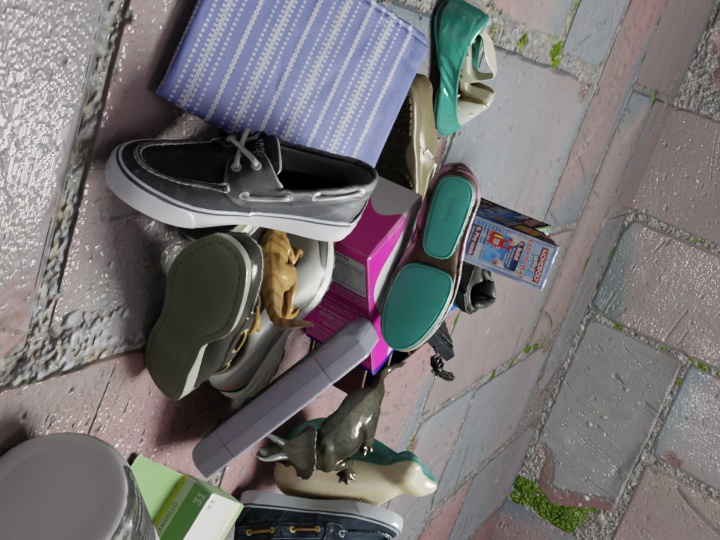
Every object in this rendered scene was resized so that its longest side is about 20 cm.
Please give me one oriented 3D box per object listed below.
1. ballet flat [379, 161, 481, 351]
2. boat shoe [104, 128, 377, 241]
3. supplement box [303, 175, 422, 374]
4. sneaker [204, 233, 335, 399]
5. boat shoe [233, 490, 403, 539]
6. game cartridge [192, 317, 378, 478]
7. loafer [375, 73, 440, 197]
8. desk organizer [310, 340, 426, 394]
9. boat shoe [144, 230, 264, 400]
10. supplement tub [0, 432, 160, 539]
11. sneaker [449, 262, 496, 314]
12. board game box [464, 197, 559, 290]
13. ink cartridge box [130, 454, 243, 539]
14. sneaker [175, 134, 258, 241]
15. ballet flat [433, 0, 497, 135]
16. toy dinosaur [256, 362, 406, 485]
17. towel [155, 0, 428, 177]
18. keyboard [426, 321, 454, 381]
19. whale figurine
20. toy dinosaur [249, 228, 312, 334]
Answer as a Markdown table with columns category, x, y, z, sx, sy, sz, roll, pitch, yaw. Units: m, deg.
| category | x | y | z | sx | sy | sz | roll | pitch | yaw |
| --- | --- | --- | --- | --- | --- | --- | --- | --- | --- |
| ballet flat | 0.074 | -0.015 | 0.928 | 0.071 | 0.068 | 0.202 | -58 | 166 | -72 |
| boat shoe | -0.079 | -0.070 | 0.658 | 0.198 | 0.072 | 0.068 | 10 | 138 | -27 |
| supplement box | 0.000 | 0.000 | 0.981 | 0.101 | 0.103 | 0.201 | -48 | 154 | -32 |
| sneaker | -0.088 | 0.026 | 0.853 | 0.202 | 0.073 | 0.079 | -64 | 153 | -2 |
| boat shoe | -0.051 | 0.317 | 1.060 | 0.071 | 0.197 | 0.092 | 98 | -2 | -59 |
| game cartridge | -0.072 | 0.120 | 0.887 | 0.199 | 0.041 | 0.133 | -38 | -177 | 8 |
| loafer | 0.052 | -0.126 | 0.999 | 0.067 | 0.076 | 0.202 | -37 | 146 | -37 |
| desk organizer | 0.022 | 0.078 | 1.145 | 0.200 | 0.076 | 0.072 | -33 | 143 | -53 |
| boat shoe | -0.118 | 0.030 | 0.734 | 0.060 | 0.072 | 0.202 | -28 | 163 | -42 |
| supplement tub | -0.216 | 0.226 | 0.709 | 0.123 | 0.122 | 0.201 | -48 | 153 | -34 |
| sneaker | 0.136 | 0.045 | 1.321 | 0.077 | 0.110 | 0.202 | -44 | 150 | -40 |
| board game box | 0.169 | -0.045 | 1.181 | 0.199 | 0.198 | 0.062 | -11 | 123 | -62 |
| ink cartridge box | -0.199 | 0.271 | 0.897 | 0.146 | 0.048 | 0.200 | -59 | 160 | -13 |
| sneaker | -0.082 | -0.084 | 0.771 | 0.200 | 0.077 | 0.089 | -48 | 166 | -24 |
| ballet flat | 0.122 | -0.221 | 1.061 | 0.068 | 0.070 | 0.201 | -53 | 156 | -27 |
| toy dinosaur | -0.013 | 0.172 | 0.991 | 0.199 | 0.077 | 0.103 | -34 | 158 | -13 |
| towel | -0.044 | -0.157 | 0.701 | 0.199 | 0.024 | 0.146 | 24 | 91 | -37 |
| keyboard | 0.098 | 0.085 | 1.186 | 0.200 | 0.020 | 0.129 | 44 | 33 | -67 |
| whale figurine | -0.006 | 0.230 | 1.103 | 0.159 | 0.198 | 0.105 | 52 | 39 | -44 |
| toy dinosaur | -0.075 | 0.011 | 0.765 | 0.201 | 0.060 | 0.107 | -95 | -167 | -49 |
